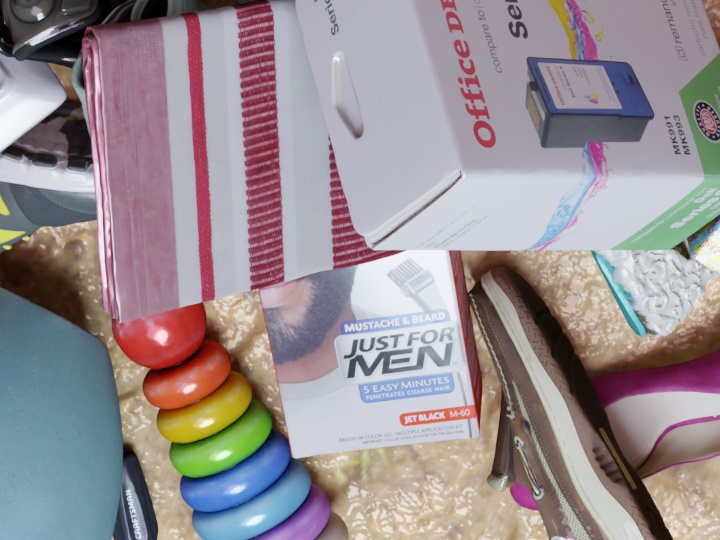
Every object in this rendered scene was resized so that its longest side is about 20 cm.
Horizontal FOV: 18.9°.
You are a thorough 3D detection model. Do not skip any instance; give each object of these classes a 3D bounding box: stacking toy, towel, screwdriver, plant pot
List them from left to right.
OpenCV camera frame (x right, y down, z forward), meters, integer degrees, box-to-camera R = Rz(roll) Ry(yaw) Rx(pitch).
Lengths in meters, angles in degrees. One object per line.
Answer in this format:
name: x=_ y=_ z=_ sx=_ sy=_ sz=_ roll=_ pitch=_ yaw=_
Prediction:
plant pot: x=-0.212 y=0.082 z=1.207 sx=0.200 sy=0.200 sz=0.135 roll=27 pitch=81 yaw=-9
screwdriver: x=-0.127 y=0.206 z=1.305 sx=0.028 sy=0.029 sz=0.200 roll=-3 pitch=98 yaw=46
stacking toy: x=-0.086 y=0.093 z=1.253 sx=0.085 sy=0.085 sz=0.200 roll=-24 pitch=106 yaw=14
towel: x=-0.045 y=-0.063 z=1.074 sx=0.200 sy=0.023 sz=0.144 roll=-14 pitch=112 yaw=-34

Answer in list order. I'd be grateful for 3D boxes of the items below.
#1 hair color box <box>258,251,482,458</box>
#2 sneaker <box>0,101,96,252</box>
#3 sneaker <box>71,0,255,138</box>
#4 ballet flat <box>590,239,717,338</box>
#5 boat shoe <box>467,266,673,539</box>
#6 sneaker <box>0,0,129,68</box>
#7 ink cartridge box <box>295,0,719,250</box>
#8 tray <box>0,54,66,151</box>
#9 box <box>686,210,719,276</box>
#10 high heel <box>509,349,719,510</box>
hair color box: x=0.000 y=0.000 z=1.206 sx=0.111 sy=0.064 sz=0.200 roll=-7 pitch=114 yaw=8
sneaker: x=-0.201 y=-0.043 z=1.201 sx=0.200 sy=0.075 sz=0.085 roll=4 pitch=122 yaw=12
sneaker: x=-0.052 y=-0.117 z=1.098 sx=0.200 sy=0.074 sz=0.118 roll=-34 pitch=151 yaw=-7
ballet flat: x=0.129 y=-0.051 z=1.176 sx=0.072 sy=0.072 sz=0.200 roll=-29 pitch=117 yaw=17
boat shoe: x=0.100 y=0.098 z=1.200 sx=0.075 sy=0.075 sz=0.203 roll=-31 pitch=74 yaw=14
sneaker: x=-0.178 y=-0.178 z=1.105 sx=0.076 sy=0.114 sz=0.199 roll=-38 pitch=106 yaw=17
ink cartridge box: x=0.082 y=-0.090 z=1.053 sx=0.200 sy=0.146 sz=0.087 roll=-1 pitch=156 yaw=-35
tray: x=-0.264 y=-0.073 z=1.153 sx=0.200 sy=0.022 sz=0.107 roll=-38 pitch=75 yaw=2
box: x=0.303 y=-0.048 z=1.128 sx=0.200 sy=0.122 sz=0.193 roll=33 pitch=113 yaw=-12
high heel: x=0.170 y=0.096 z=1.222 sx=0.200 sy=0.096 sz=0.067 roll=-28 pitch=111 yaw=16
